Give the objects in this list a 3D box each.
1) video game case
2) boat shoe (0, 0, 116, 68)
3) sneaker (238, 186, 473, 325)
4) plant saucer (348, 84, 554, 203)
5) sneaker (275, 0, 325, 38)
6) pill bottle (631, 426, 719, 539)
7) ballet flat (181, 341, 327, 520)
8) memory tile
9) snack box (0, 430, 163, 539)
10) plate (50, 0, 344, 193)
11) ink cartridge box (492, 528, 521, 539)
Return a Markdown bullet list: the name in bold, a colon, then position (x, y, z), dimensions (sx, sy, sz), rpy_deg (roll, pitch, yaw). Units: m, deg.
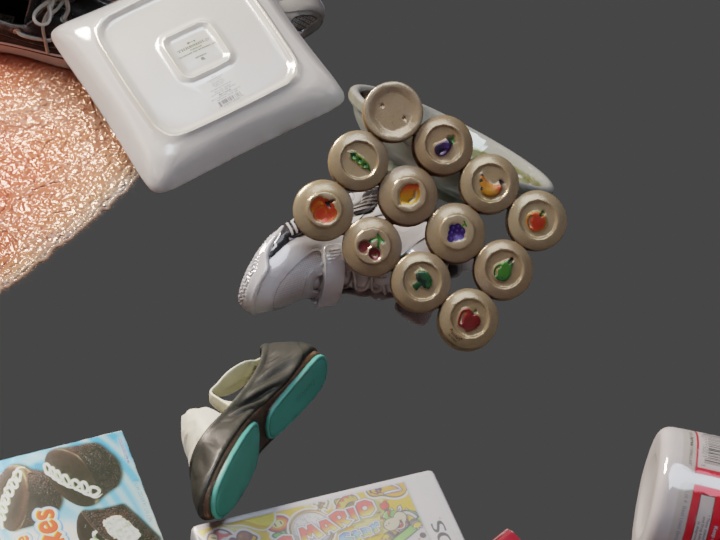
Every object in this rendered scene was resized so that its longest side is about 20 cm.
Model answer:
- **video game case**: position (-0.005, 0.244, 1.450), dimensions (0.199, 0.023, 0.182), rpy_deg (-12, 51, -18)
- **boat shoe**: position (-0.289, -0.237, 1.798), dimensions (0.199, 0.068, 0.074), rpy_deg (12, 65, 1)
- **sneaker**: position (0.000, 0.000, 1.634), dimensions (0.200, 0.075, 0.115), rpy_deg (-30, 57, -33)
- **plant saucer**: position (0.072, -0.097, 1.714), dimensions (0.200, 0.050, 0.200), rpy_deg (25, 14, -7)
- **sneaker**: position (-0.104, -0.184, 1.799), dimensions (0.200, 0.075, 0.082), rpy_deg (-37, 71, -22)
- **pill bottle**: position (0.314, 0.193, 1.485), dimensions (0.199, 0.112, 0.112), rpy_deg (13, 48, 2)
- **ballet flat**: position (-0.096, 0.122, 1.524), dimensions (0.068, 0.068, 0.200), rpy_deg (16, 37, 19)
- **memory tile**: position (0.058, -0.045, 1.598), dimensions (0.200, 0.017, 0.153), rpy_deg (37, 83, -2)
- **snack box**: position (-0.201, 0.217, 1.434), dimensions (0.116, 0.037, 0.200), rpy_deg (-13, 52, -19)
- **plate**: position (-0.145, -0.188, 1.736), dimensions (0.199, 0.032, 0.200), rpy_deg (-27, 67, -17)
- **ink cartridge box**: position (0.074, 0.300, 1.351), dimensions (0.200, 0.083, 0.146), rpy_deg (-34, 71, -28)
